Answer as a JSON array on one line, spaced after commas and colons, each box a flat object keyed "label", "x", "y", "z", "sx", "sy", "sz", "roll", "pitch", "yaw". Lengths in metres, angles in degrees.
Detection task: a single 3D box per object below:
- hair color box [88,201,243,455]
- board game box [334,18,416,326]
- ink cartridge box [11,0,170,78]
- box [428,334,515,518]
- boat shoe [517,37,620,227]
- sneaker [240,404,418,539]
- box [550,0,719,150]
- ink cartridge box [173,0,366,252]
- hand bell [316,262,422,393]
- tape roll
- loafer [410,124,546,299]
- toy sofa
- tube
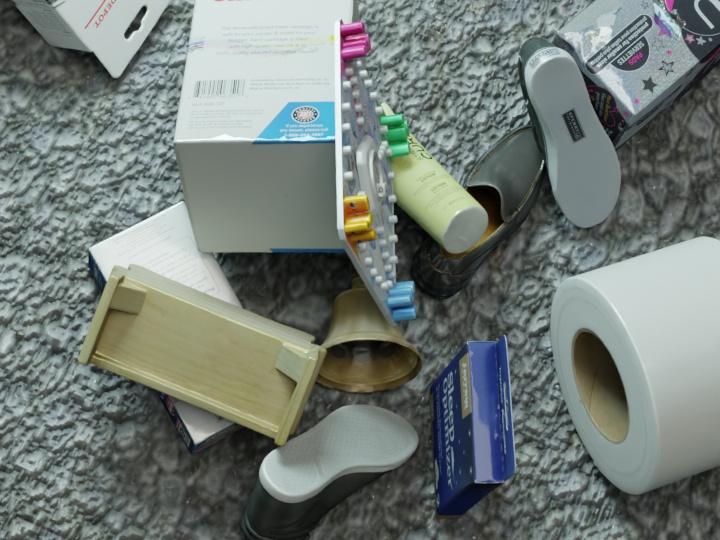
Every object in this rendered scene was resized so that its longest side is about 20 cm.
[{"label": "hair color box", "x": -0.155, "y": 0.052, "z": 1.602, "sx": 0.099, "sy": 0.061, "sz": 0.201, "roll": -27, "pitch": 80, "yaw": -16}, {"label": "board game box", "x": 0.014, "y": -0.081, "z": 1.523, "sx": 0.026, "sy": 0.200, "sz": 0.202, "roll": -6, "pitch": 66, "yaw": 12}, {"label": "ink cartridge box", "x": -0.269, "y": -0.284, "z": 1.650, "sx": 0.067, "sy": 0.200, "sz": 0.117, "roll": 13, "pitch": 63, "yaw": 40}, {"label": "box", "x": 0.094, "y": 0.137, "z": 1.553, "sx": 0.032, "sy": 0.200, "sz": 0.122, "roll": 1, "pitch": 72, "yaw": -11}, {"label": "boat shoe", "x": 0.196, "y": -0.132, "z": 1.692, "sx": 0.068, "sy": 0.201, "sz": 0.057, "roll": -23, "pitch": 36, "yaw": -3}, {"label": "sneaker", "x": -0.033, "y": 0.186, "z": 1.588, "sx": 0.071, "sy": 0.100, "sz": 0.199, "roll": 46, "pitch": 38, "yaw": 21}, {"label": "box", "x": 0.279, "y": -0.219, "z": 1.739, "sx": 0.200, "sy": 0.132, "sz": 0.115, "roll": -40, "pitch": 82, "yaw": -20}, {"label": "ink cartridge box", "x": -0.074, "y": -0.137, "z": 1.588, "sx": 0.145, "sy": 0.145, "sz": 0.201, "roll": 0, "pitch": 50, "yaw": 6}, {"label": "hand bell", "x": 0.000, "y": 0.000, "z": 1.653, "sx": 0.103, "sy": 0.104, "sz": 0.202, "roll": 3, "pitch": 59, "yaw": -11}, {"label": "tape roll", "x": 0.274, "y": 0.084, "z": 1.607, "sx": 0.138, "sy": 0.203, "sz": 0.204, "roll": -16, "pitch": 76, "yaw": -17}, {"label": "loafer", "x": 0.123, "y": -0.062, "z": 1.690, "sx": 0.072, "sy": 0.072, "sz": 0.201, "roll": 33, "pitch": 69, "yaw": 1}, {"label": "toy sofa", "x": -0.135, "y": 0.070, "z": 1.535, "sx": 0.198, "sy": 0.098, "sz": 0.084, "roll": 22, "pitch": 97, "yaw": -2}, {"label": "tube", "x": 0.042, "y": -0.091, "z": 1.662, "sx": 0.058, "sy": 0.052, "sz": 0.200, "roll": 12, "pitch": 26, "yaw": -43}]
